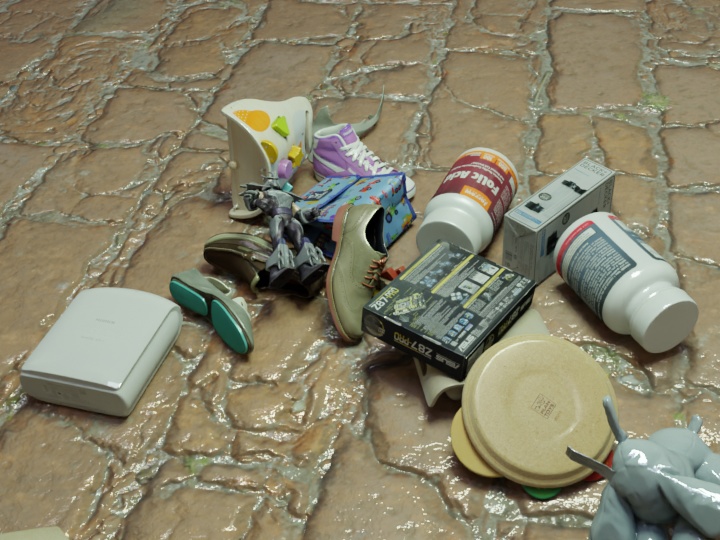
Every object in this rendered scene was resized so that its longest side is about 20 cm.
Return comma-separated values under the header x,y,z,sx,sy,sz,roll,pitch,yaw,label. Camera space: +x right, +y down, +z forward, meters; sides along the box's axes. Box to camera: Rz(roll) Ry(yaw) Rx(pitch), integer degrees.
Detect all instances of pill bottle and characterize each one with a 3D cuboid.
x,y,z,sx,sy,sz,roll,pitch,yaw,label
0.370,0.018,1.302,0.119,0.120,0.200,-18,42,-15,pill bottle
0.166,-0.095,1.461,0.114,0.115,0.200,13,43,20,pill bottle

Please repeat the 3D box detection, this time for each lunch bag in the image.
x,y,z,sx,sy,sz,roll,pitch,yaw,label
-0.037,-0.094,1.518,0.199,0.094,0.151,12,43,38,lunch bag

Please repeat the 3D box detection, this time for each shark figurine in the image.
x,y,z,sx,sy,sz,roll,pitch,yaw,label
-0.042,-0.273,1.719,0.213,0.090,0.128,-14,42,-8,shark figurine

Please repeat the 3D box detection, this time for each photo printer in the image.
x,y,z,sx,sy,sz,roll,pitch,yaw,label
-0.353,0.103,1.309,0.166,0.070,0.200,9,42,16,photo printer

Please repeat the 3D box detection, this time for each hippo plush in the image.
x,y,z,sx,sy,sz,roll,pitch,yaw,label
0.334,0.248,1.045,0.200,0.160,0.161,41,25,23,hippo plush

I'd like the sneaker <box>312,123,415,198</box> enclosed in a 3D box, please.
x,y,z,sx,sy,sz,roll,pitch,yaw,label
0.001,-0.186,1.587,0.200,0.115,0.073,18,43,23,sneaker

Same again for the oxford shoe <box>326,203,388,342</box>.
x,y,z,sx,sy,sz,roll,pitch,yaw,label
0.000,0.000,1.324,0.075,0.201,0.070,-6,-11,36,oxford shoe

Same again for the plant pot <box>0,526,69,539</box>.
x,y,z,sx,sy,sz,roll,pitch,yaw,label
-0.335,0.372,0.904,0.177,0.201,0.200,-23,42,-37,plant pot

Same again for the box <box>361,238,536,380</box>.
x,y,z,sx,sy,sz,roll,pitch,yaw,label
0.121,0.046,1.260,0.161,0.049,0.200,26,43,24,box

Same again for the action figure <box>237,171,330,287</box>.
x,y,z,sx,sy,sz,roll,pitch,yaw,label
-0.111,-0.070,1.386,0.130,0.069,0.201,3,52,-32,action figure

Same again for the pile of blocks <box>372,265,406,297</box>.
x,y,z,sx,sy,sz,roll,pitch,yaw,label
0.072,0.029,1.363,0.199,0.062,0.082,-1,40,5,pile of blocks

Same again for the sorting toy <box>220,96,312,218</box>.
x,y,z,sx,sy,sz,roll,pitch,yaw,label
-0.136,-0.201,1.560,0.106,0.201,0.180,20,42,22,sorting toy

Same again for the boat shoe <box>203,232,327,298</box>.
x,y,z,sx,sy,sz,roll,pitch,yaw,label
-0.153,-0.004,1.417,0.201,0.075,0.075,9,48,16,boat shoe

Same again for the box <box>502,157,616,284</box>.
x,y,z,sx,sy,sz,roll,pitch,yaw,label
0.302,-0.074,1.421,0.200,0.117,0.060,-33,47,-31,box

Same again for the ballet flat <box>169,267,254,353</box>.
x,y,z,sx,sy,sz,roll,pitch,yaw,label
-0.202,0.051,1.362,0.064,0.068,0.200,-27,44,-36,ballet flat

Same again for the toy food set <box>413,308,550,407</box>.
x,y,z,sx,sy,sz,roll,pitch,yaw,label
0.174,0.121,1.256,0.199,0.061,0.144,-3,37,-9,toy food set

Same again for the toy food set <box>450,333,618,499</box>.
x,y,z,sx,sy,sz,roll,pitch,yaw,label
0.220,0.174,1.143,0.197,0.049,0.201,18,66,7,toy food set
